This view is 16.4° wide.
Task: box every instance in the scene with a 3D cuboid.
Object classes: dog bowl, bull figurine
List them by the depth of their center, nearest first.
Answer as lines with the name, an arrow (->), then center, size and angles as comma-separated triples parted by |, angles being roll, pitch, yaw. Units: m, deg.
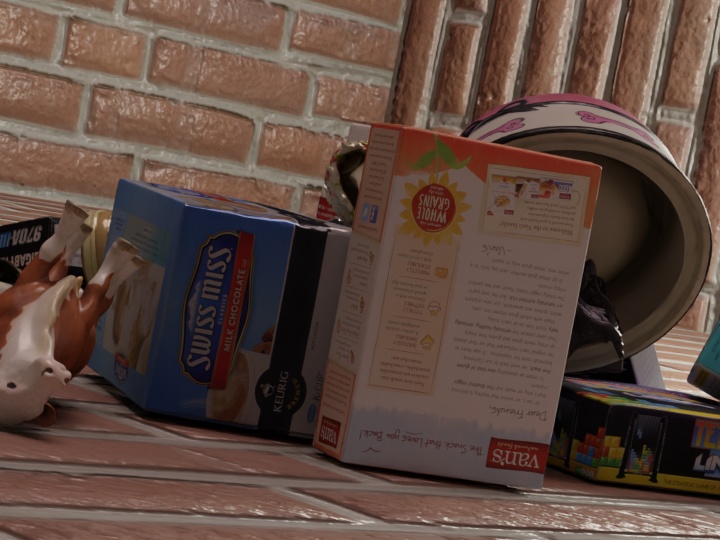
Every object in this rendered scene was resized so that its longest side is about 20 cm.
bull figurine -> -0.176, 0.028, 1.410 | 0.065, 0.122, 0.200 | 34, -5, -6
dog bowl -> 0.131, -0.030, 1.668 | 0.199, 0.201, 0.074 | 11, 35, -9

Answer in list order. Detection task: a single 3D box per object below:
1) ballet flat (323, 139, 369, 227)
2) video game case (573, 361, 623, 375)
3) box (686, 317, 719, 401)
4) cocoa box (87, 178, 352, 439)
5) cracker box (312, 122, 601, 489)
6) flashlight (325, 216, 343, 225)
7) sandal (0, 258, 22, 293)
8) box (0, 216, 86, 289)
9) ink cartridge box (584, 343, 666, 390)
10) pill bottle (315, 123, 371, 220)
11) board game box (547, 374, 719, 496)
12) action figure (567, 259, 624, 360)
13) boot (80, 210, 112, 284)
ballet flat -> 0.045, -0.010, 1.570 | 0.200, 0.076, 0.064 | 41, -6, 22
video game case -> 0.058, 0.056, 1.802 | 0.199, 0.026, 0.180 | 10, -10, -28
box -> 0.334, 0.102, 1.785 | 0.199, 0.049, 0.082 | 30, -9, 7
cocoa box -> -0.088, 0.022, 1.594 | 0.130, 0.134, 0.200 | 11, 3, -18
cracker box -> 0.057, 0.022, 1.491 | 0.133, 0.201, 0.058 | 10, 2, -22
flashlight -> 0.000, 0.000, 1.780 | 0.067, 0.068, 0.200 | -1, -10, 5
sandal -> -0.254, 0.021, 1.731 | 0.079, 0.058, 0.201 | 11, 3, -3
box -> -0.233, -0.004, 2.016 | 0.158, 0.046, 0.199 | 9, -10, -37
ink cartridge box -> 0.172, 0.052, 1.843 | 0.094, 0.037, 0.201 | 21, -32, 31
pill bottle -> 0.015, -0.012, 1.995 | 0.112, 0.201, 0.112 | 11, 3, -1
board game box -> 0.201, 0.113, 1.730 | 0.199, 0.057, 0.165 | 10, 4, -31
action figure -> 0.076, 0.072, 1.627 | 0.199, 0.102, 0.119 | -22, 22, 7
boot -> -0.109, 0.003, 1.850 | 0.154, 0.073, 0.200 | -4, -24, 19
